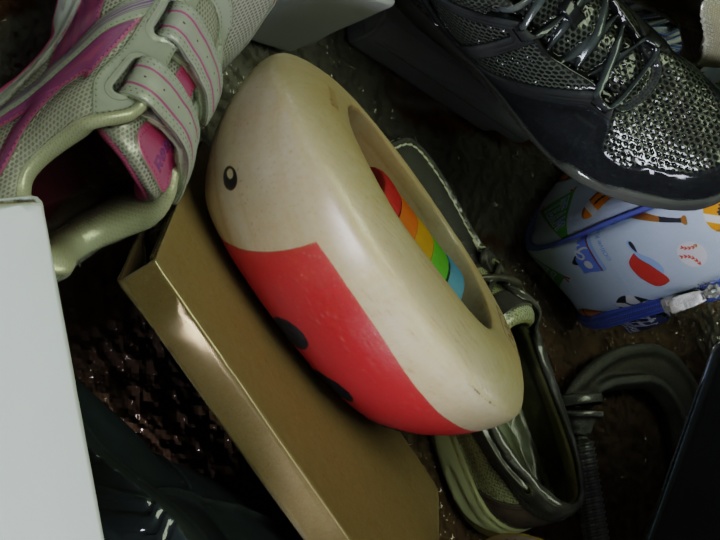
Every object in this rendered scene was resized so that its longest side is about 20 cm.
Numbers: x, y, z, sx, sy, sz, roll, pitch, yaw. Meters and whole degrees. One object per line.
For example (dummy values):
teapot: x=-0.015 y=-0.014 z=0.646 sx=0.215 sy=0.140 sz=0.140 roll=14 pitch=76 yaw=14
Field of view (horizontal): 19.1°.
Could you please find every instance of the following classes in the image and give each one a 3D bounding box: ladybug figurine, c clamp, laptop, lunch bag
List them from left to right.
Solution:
ladybug figurine: x=0.000 y=0.000 z=0.900 sx=0.200 sy=0.072 sz=0.136 roll=52 pitch=13 yaw=-28
c clamp: x=0.135 y=0.133 z=1.072 sx=0.170 sy=0.027 sz=0.202 roll=7 pitch=74 yaw=-42
lunch bag: x=0.181 y=-0.054 z=1.073 sx=0.076 sy=0.160 sz=0.200 roll=52 pitch=51 yaw=-16
laptop: x=0.185 y=0.070 z=1.031 sx=0.115 sy=0.188 sz=0.200 roll=12 pitch=29 yaw=-6

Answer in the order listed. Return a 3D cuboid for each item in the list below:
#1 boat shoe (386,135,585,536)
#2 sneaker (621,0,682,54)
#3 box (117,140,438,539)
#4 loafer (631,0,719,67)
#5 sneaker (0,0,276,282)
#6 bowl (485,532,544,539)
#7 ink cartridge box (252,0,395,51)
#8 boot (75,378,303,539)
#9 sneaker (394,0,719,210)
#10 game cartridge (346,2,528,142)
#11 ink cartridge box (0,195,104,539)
boat shoe: x=0.055 y=0.027 z=1.003 sx=0.072 sy=0.066 sz=0.202 roll=-25 pitch=96 yaw=-42
sneaker: x=0.155 y=-0.147 z=1.109 sx=0.200 sy=0.076 sz=0.086 roll=-28 pitch=123 yaw=-60
box: x=-0.027 y=0.052 z=0.893 sx=0.201 sy=0.021 sz=0.164 roll=57 pitch=13 yaw=-15
loafer: x=0.181 y=-0.119 z=0.987 sx=0.199 sy=0.076 sz=0.069 roll=33 pitch=75 yaw=7
sneaker: x=-0.090 y=-0.064 z=0.839 sx=0.200 sy=0.088 sz=0.081 roll=-50 pitch=136 yaw=-12
bowl: x=0.069 y=0.221 z=0.898 sx=0.094 sy=0.200 sz=0.202 roll=-25 pitch=96 yaw=-25
ink cartridge box: x=-0.080 y=-0.195 z=0.930 sx=0.199 sy=0.083 sz=0.147 roll=13 pitch=70 yaw=-38
boot: x=-0.096 y=0.092 z=0.841 sx=0.077 sy=0.200 sz=0.168 roll=-51 pitch=153 yaw=1
sneaker: x=0.092 y=-0.105 z=0.945 sx=0.199 sy=0.114 sz=0.076 roll=43 pitch=81 yaw=9
game cartridge: x=0.056 y=-0.181 z=1.081 sx=0.133 sy=0.041 sz=0.201 roll=27 pitch=62 yaw=-29
ink cartridge box: x=-0.175 y=0.069 z=0.698 sx=0.084 sy=0.199 sz=0.146 roll=-7 pitch=84 yaw=-42
